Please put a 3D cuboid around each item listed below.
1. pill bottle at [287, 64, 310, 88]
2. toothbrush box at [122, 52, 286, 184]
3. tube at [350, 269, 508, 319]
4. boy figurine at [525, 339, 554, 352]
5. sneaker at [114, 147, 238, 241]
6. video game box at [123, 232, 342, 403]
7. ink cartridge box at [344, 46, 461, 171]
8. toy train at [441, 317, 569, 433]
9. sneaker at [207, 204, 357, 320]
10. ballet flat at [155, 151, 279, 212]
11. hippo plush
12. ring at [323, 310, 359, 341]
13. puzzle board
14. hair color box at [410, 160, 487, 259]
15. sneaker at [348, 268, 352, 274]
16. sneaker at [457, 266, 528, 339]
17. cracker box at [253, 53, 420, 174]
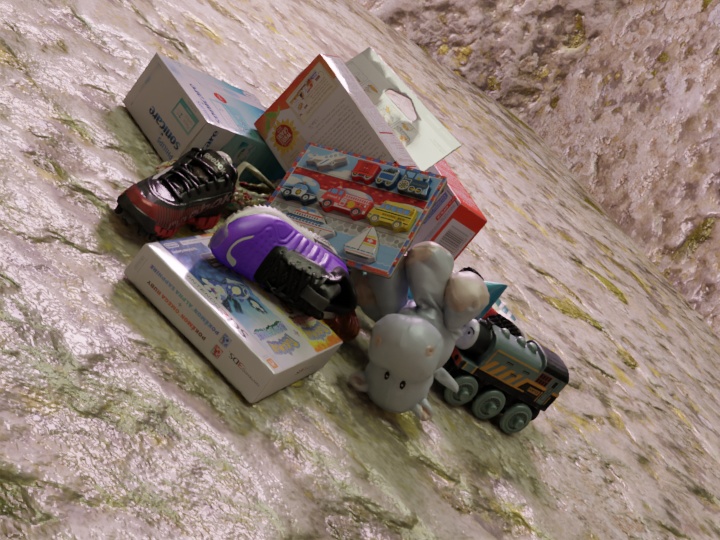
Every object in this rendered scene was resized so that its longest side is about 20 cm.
[{"bbox_3d":[-0.012,-0.200,1.692,0.200,0.111,0.110,45,18,21],"label":"pill bottle"},{"bbox_3d":[-0.190,-0.182,1.544,0.199,0.086,0.147,15,31,-53],"label":"toothbrush box"},{"bbox_3d":[0.082,0.029,1.487,0.197,0.078,0.051,7,58,-22],"label":"tube"},{"bbox_3d":[0.197,0.114,1.611,0.198,0.124,0.066,19,67,-29],"label":"boy figurine"},{"bbox_3d":[-0.192,-0.088,1.285,0.071,0.098,0.200,44,19,9],"label":"sneaker"},{"bbox_3d":[-0.123,0.040,1.208,0.182,0.047,0.200,46,17,9],"label":"video game box"},{"bbox_3d":[0.009,-0.186,1.603,0.175,0.045,0.200,-34,75,-29],"label":"ink cartridge box"},{"bbox_3d":[0.175,0.128,1.513,0.199,0.114,0.086,29,19,-34],"label":"toy train"},{"bbox_3d":[-0.068,0.000,1.230,0.199,0.070,0.100,19,29,-51],"label":"sneaker"},{"bbox_3d":[-0.164,-0.109,1.451,0.199,0.065,0.075,22,9,-47],"label":"ballet flat"},{"bbox_3d":[0.040,0.078,1.345,0.158,0.202,0.161,26,41,12],"label":"hippo plush"},{"bbox_3d":[-0.076,0.009,1.430,0.199,0.019,0.201,38,17,-13],"label":"ring"},{"bbox_3d":[-0.017,-0.076,1.385,0.197,0.152,0.018,16,-31,28],"label":"puzzle board"},{"bbox_3d":[0.097,-0.095,1.733,0.063,0.111,0.201,30,19,-32],"label":"hair color box"},{"bbox_3d":[0.000,0.000,1.544,0.200,0.081,0.075,42,46,6],"label":"sneaker"},{"bbox_3d":[0.197,0.082,1.787,0.094,0.070,0.200,48,5,-45],"label":"sneaker"},{"bbox_3d":[-0.027,-0.149,1.485,0.201,0.134,0.057,56,26,14],"label":"cracker box"}]
